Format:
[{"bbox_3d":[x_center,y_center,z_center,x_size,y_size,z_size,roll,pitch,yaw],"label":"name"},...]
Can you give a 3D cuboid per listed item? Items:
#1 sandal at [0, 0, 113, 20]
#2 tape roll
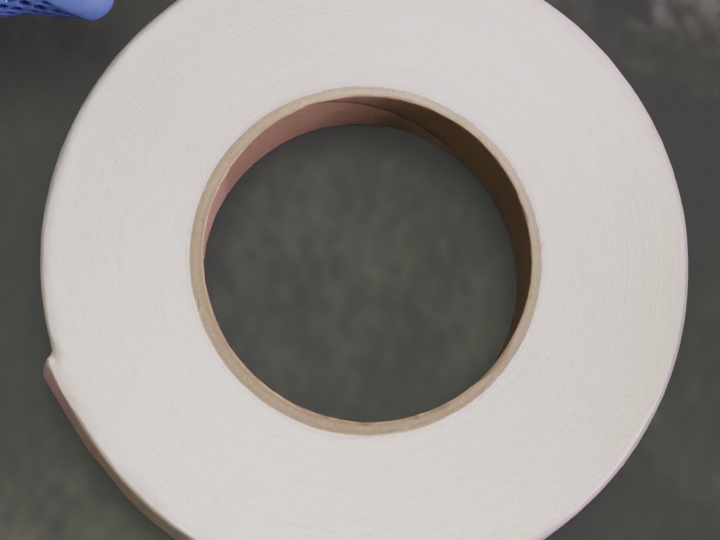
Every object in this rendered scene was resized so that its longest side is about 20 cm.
[{"bbox_3d":[-0.172,-0.081,0.832,0.199,0.079,0.088,0,88,2],"label":"sandal"},{"bbox_3d":[0.000,0.000,0.842,0.202,0.037,0.204,1,78,-5],"label":"tape roll"}]
